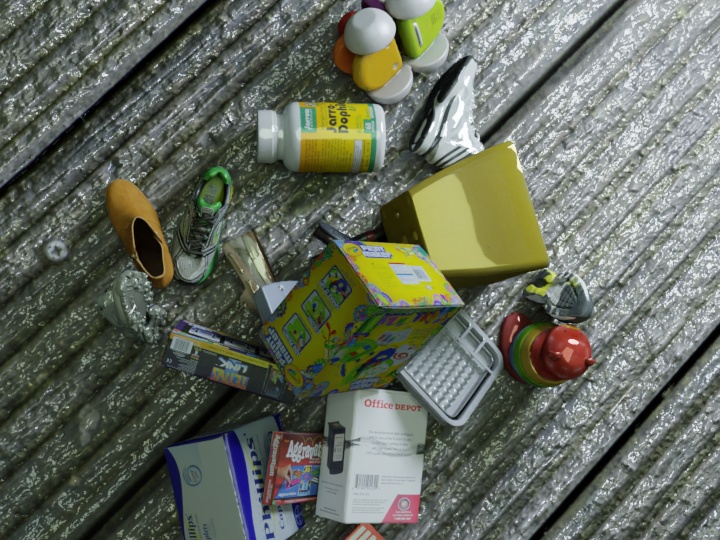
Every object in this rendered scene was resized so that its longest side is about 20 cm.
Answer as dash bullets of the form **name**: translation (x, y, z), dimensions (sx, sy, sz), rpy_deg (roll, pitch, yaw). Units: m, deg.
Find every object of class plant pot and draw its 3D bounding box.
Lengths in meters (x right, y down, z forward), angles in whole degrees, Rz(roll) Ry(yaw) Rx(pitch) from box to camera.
- **plant pot**: translation (0.145, -0.067, 1.438), dimensions (0.176, 0.200, 0.200), rpy_deg (-14, 86, -21)

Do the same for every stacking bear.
- **stacking bear**: translation (0.301, 0.129, 1.454), dimensions (0.121, 0.200, 0.114), rpy_deg (17, 84, -7)

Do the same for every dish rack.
- **dish rack**: translation (0.129, 0.144, 1.469), dimensions (0.172, 0.044, 0.200), rpy_deg (48, 44, -2)

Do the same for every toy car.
- **toy car**: translation (0.041, -0.388, 1.509), dimensions (0.200, 0.175, 0.150), rpy_deg (-42, 55, -10)

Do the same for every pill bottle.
- **pill bottle**: translation (-0.066, -0.214, 1.480), dimensions (0.200, 0.113, 0.113), rpy_deg (0, 84, -8)

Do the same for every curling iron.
- **curling iron**: translation (0.005, -0.061, 1.522), dimensions (0.200, 0.026, 0.050), rpy_deg (-31, 68, -6)

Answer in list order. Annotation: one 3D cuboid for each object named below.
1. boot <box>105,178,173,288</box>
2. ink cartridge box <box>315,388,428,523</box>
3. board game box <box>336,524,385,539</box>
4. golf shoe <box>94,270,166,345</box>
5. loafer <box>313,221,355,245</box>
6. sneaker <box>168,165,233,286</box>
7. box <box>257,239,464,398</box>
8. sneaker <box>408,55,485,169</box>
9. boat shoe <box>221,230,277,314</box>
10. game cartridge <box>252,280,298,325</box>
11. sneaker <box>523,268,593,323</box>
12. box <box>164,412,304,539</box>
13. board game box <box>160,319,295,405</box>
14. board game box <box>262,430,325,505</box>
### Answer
- **boot**: translation (-0.336, -0.068, 1.404), dimensions (0.071, 0.144, 0.201), rpy_deg (-24, 83, -13)
- **ink cartridge box**: translation (0.020, 0.285, 1.431), dimensions (0.145, 0.084, 0.200), rpy_deg (11, 81, -35)
- **board game box**: translation (-0.015, 0.510, 1.445), dimensions (0.200, 0.046, 0.152), rpy_deg (-44, 92, -11)
- **golf shoe**: translation (-0.355, 0.054, 1.368), dimensions (0.097, 0.200, 0.078), rpy_deg (14, 64, 4)
- **loafer**: translation (0.000, 0.000, 1.481), dimensions (0.200, 0.072, 0.063), rpy_deg (35, 99, -17)
- **sneaker**: translation (-0.254, -0.074, 1.451), dimensions (0.078, 0.085, 0.200), rpy_deg (14, 83, -7)
- **box**: translation (0.001, 0.068, 1.294), dimensions (0.193, 0.200, 0.122), rpy_deg (-50, 61, 26)
- **sneaker**: translation (0.169, -0.255, 1.553), dimensions (0.115, 0.076, 0.201), rpy_deg (32, 76, -21)
- **boat shoe**: translation (-0.160, 0.039, 1.464), dimensions (0.065, 0.072, 0.200), rpy_deg (-24, 86, -2)
- **game cartridge**: translation (-0.074, 0.080, 1.417), dimensions (0.200, 0.040, 0.134), rpy_deg (9, 53, -48)
- **sneaker**: translation (0.335, 0.048, 1.476), dimensions (0.085, 0.200, 0.075), rpy_deg (35, 95, -14)
- **box**: translation (-0.179, 0.321, 1.353), dimensions (0.105, 0.200, 0.184), rpy_deg (-15, 86, 17)
- **board game box**: translation (-0.192, 0.136, 1.395), dimensions (0.200, 0.165, 0.057), rpy_deg (18, 90, -6)
- **board game box**: translation (-0.086, 0.296, 1.389), dimensions (0.019, 0.200, 0.103), rpy_deg (4, 81, 23)
